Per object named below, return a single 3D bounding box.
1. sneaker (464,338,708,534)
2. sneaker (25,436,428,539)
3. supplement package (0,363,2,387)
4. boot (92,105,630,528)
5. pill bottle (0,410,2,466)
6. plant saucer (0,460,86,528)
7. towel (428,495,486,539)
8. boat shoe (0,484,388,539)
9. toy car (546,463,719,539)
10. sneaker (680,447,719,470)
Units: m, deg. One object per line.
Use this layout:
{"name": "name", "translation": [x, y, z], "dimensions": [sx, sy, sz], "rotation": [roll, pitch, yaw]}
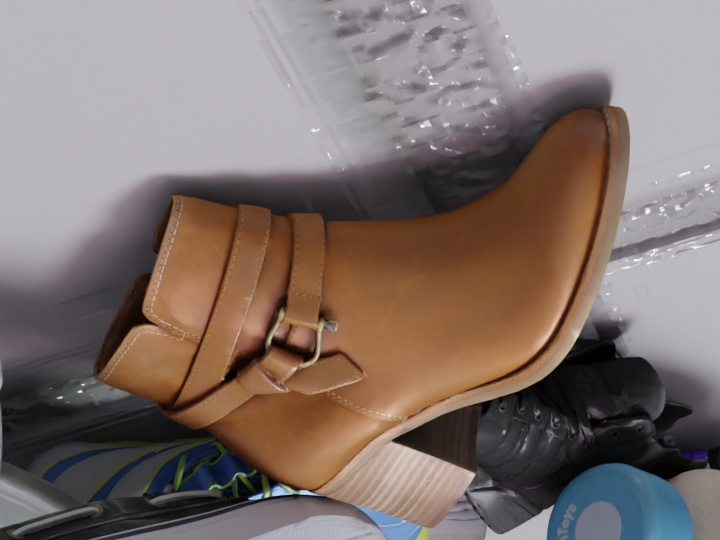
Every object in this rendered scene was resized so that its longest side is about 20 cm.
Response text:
{"name": "sneaker", "translation": [0.083, 0.058, 1.068], "dimensions": [0.104, 0.060, 0.200], "rotation": [-25, 147, 8]}
{"name": "sneaker", "translation": [-0.045, 0.085, 1.068], "dimensions": [0.199, 0.076, 0.105], "rotation": [13, 124, -36]}
{"name": "supplement package", "translation": [-0.217, -0.033, 0.644], "dimensions": [0.190, 0.201, 0.147], "rotation": [8, 145, -33]}
{"name": "boot", "translation": [0.000, 0.000, 0.922], "dimensions": [0.154, 0.074, 0.201], "rotation": [24, 113, -13]}
{"name": "pill bottle", "translation": [-0.237, 0.060, 0.890], "dimensions": [0.199, 0.111, 0.111], "rotation": [6, 146, -30]}
{"name": "plant saucer", "translation": [-0.162, 0.155, 1.047], "dimensions": [0.199, 0.050, 0.201], "rotation": [15, 140, 13]}
{"name": "towel", "translation": [-0.007, 0.160, 1.242], "dimensions": [0.146, 0.024, 0.200], "rotation": [-7, 151, -8]}
{"name": "boat shoe", "translation": [-0.071, 0.111, 0.956], "dimensions": [0.199, 0.071, 0.072], "rotation": [3, 112, -48]}
{"name": "toy car", "translation": [0.115, 0.202, 1.118], "dimensions": [0.199, 0.178, 0.184], "rotation": [-29, 148, 33]}
{"name": "sneaker", "translation": [0.185, 0.146, 1.244], "dimensions": [0.099, 0.070, 0.200], "rotation": [-15, 151, 0]}
